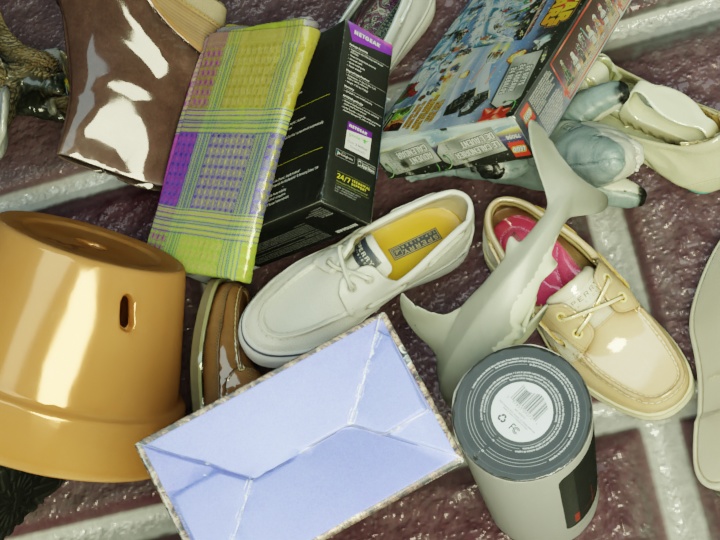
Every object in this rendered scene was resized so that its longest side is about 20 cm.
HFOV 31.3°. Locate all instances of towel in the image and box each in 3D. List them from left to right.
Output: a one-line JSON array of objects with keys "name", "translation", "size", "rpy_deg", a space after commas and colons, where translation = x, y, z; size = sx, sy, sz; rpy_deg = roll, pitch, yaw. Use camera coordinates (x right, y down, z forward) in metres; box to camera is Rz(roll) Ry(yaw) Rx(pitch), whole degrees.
[{"name": "towel", "translation": [-0.095, -0.093, 0.950], "size": [0.143, 0.023, 0.201], "rpy_deg": [8, 81, 51]}]

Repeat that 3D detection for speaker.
[{"name": "speaker", "translation": [0.107, 0.115, 0.801], "size": [0.081, 0.200, 0.081], "rpy_deg": [-4, 66, 9]}]

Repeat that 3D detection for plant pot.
[{"name": "plant pot", "translation": [-0.207, 0.045, 0.909], "size": [0.200, 0.200, 0.140], "rpy_deg": [23, 99, 25]}]

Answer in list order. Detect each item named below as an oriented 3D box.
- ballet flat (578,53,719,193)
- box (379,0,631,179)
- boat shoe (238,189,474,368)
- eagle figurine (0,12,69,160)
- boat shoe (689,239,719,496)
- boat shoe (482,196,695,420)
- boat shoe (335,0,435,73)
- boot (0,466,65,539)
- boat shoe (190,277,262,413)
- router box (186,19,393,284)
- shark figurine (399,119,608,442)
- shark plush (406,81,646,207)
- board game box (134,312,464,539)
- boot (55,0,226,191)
[{"name": "ballet flat", "translation": [0.195, -0.127, 0.964], "size": [0.200, 0.069, 0.070], "rpy_deg": [30, 77, 27]}, {"name": "box", "translation": [0.107, -0.152, 0.953], "size": [0.137, 0.040, 0.200], "rpy_deg": [-5, 40, 44]}, {"name": "boat shoe", "translation": [0.000, 0.000, 0.932], "size": [0.200, 0.070, 0.071], "rpy_deg": [-27, 70, -16]}, {"name": "eagle figurine", "translation": [-0.309, -0.180, 1.115], "size": [0.200, 0.151, 0.152], "rpy_deg": [28, 86, 15]}, {"name": "boat shoe", "translation": [0.263, 0.063, 0.868], "size": [0.067, 0.057, 0.201], "rpy_deg": [-20, 50, 49]}, {"name": "boat shoe", "translation": [0.151, 0.023, 0.904], "size": [0.074, 0.069, 0.200], "rpy_deg": [-42, 61, -5]}, {"name": "boat shoe", "translation": [-0.005, -0.171, 1.043], "size": [0.072, 0.069, 0.200], "rpy_deg": [34, 80, 27]}, {"name": "boot", "translation": [-0.316, 0.137, 0.935], "size": [0.157, 0.211, 0.080], "rpy_deg": [21, 112, 14]}, {"name": "boat shoe", "translation": [-0.087, 0.103, 0.946], "size": [0.068, 0.072, 0.201], "rpy_deg": [-2, 75, 12]}, {"name": "router box", "translation": [-0.065, -0.084, 0.976], "size": [0.200, 0.051, 0.150], "rpy_deg": [-18, 56, 47]}, {"name": "shark figurine", "translation": [0.075, 0.019, 0.833], "size": [0.089, 0.128, 0.215], "rpy_deg": [29, 120, 13]}, {"name": "shark plush", "translation": [0.116, -0.090, 0.938], "size": [0.200, 0.091, 0.083], "rpy_deg": [13, 28, 34]}, {"name": "board game box", "translation": [-0.036, 0.119, 0.802], "size": [0.159, 0.200, 0.097], "rpy_deg": [-28, 81, -6]}, {"name": "boot", "translation": [-0.207, -0.168, 1.000], "size": [0.200, 0.072, 0.167], "rpy_deg": [22, 76, -20]}]
